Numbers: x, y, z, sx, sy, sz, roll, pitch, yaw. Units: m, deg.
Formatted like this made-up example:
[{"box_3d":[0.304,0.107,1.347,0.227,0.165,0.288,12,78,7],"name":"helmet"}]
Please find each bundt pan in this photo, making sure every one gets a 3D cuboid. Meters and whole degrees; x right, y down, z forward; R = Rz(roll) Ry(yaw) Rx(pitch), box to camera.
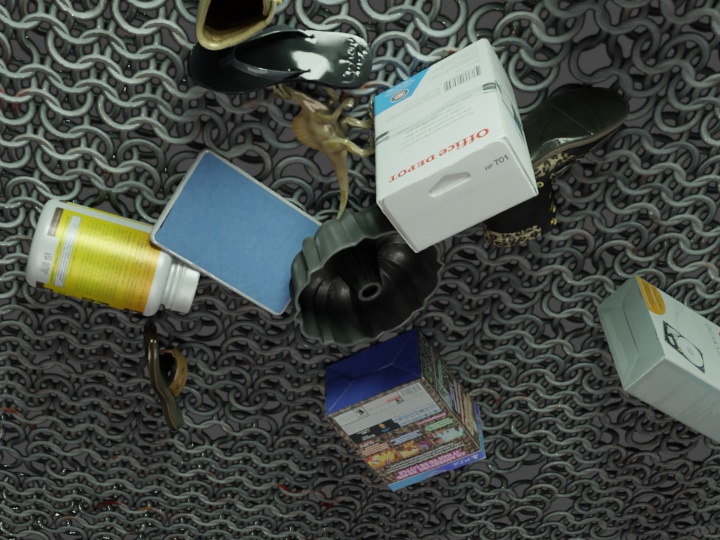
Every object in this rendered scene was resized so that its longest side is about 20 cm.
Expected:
[{"box_3d":[0.000,0.000,1.163,0.199,0.076,0.203,-16,140,-13],"name":"bundt pan"}]

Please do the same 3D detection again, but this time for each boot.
[{"box_3d":[0.217,-0.116,1.091,0.199,0.073,0.151,-32,149,-11],"name":"boot"},{"box_3d":[-0.081,-0.305,0.869,0.199,0.157,0.073,-36,123,27],"name":"boot"}]

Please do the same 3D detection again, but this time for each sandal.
[{"box_3d":[-0.084,-0.229,0.992,0.197,0.043,0.077,-4,91,-7],"name":"sandal"},{"box_3d":[-0.265,0.147,1.314,0.054,0.082,0.202,-15,130,-10],"name":"sandal"}]

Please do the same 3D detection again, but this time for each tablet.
[{"box_3d":[-0.144,-0.044,1.151,0.199,0.014,0.131,33,90,-27],"name":"tablet"}]

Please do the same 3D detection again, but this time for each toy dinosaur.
[{"box_3d":[-0.029,-0.155,1.082,0.100,0.059,0.201,-8,132,28],"name":"toy dinosaur"}]

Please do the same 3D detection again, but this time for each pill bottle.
[{"box_3d":[-0.298,-0.010,1.152,0.197,0.110,0.110,16,129,-14],"name":"pill bottle"}]

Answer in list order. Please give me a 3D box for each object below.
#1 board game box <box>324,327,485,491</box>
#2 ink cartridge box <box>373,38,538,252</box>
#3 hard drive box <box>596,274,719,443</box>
[{"box_3d":[0.064,0.203,1.353,0.158,0.098,0.201,-24,128,19],"name":"board game box"},{"box_3d":[0.094,-0.135,0.991,0.145,0.201,0.086,-25,128,20],"name":"ink cartridge box"},{"box_3d":[0.424,0.119,1.249,0.198,0.157,0.077,28,124,-24],"name":"hard drive box"}]
